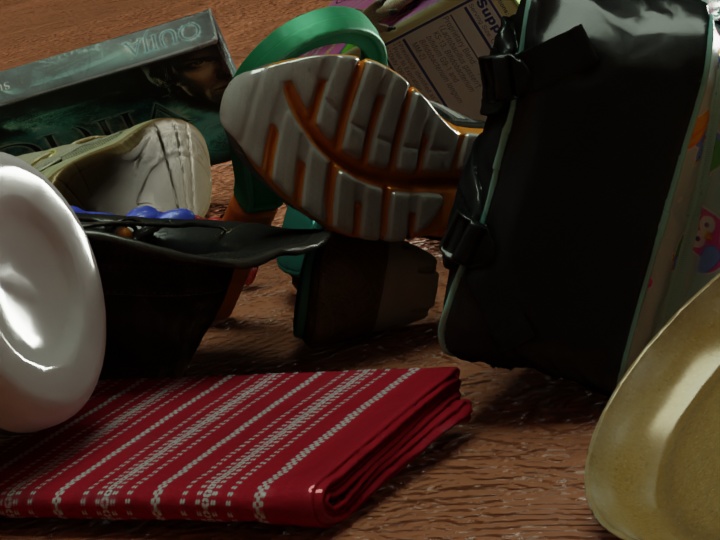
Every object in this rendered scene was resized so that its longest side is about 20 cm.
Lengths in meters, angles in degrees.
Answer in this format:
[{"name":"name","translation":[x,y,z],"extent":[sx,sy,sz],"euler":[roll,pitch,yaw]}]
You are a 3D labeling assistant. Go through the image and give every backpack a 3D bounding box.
[{"name":"backpack","translation":[0.123,-0.045,1.058],"extent":[0.153,0.177,0.200],"euler":[12,13,6]}]

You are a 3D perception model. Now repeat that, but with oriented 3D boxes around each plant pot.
[{"name":"plant pot","translation":[0.165,0.031,0.830],"extent":[0.200,0.028,0.200],"euler":[-35,19,14]}]

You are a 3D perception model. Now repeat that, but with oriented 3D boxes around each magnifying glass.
[{"name":"magnifying glass","translation":[-0.043,-0.048,1.190],"extent":[0.079,0.200,0.022],"euler":[-11,55,-35]}]

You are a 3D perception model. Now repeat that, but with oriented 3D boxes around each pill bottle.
[{"name":"pill bottle","translation":[-0.212,0.030,0.995],"extent":[0.199,0.113,0.112],"euler":[-16,7,25]}]

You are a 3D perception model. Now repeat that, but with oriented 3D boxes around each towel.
[{"name":"towel","translation":[-0.069,0.072,0.978],"extent":[0.199,0.023,0.145],"euler":[-3,14,27]}]

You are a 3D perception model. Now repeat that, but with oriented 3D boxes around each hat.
[{"name":"hat","translation":[-0.112,0.017,1.108],"extent":[0.200,0.081,0.201],"euler":[4,3,0]}]

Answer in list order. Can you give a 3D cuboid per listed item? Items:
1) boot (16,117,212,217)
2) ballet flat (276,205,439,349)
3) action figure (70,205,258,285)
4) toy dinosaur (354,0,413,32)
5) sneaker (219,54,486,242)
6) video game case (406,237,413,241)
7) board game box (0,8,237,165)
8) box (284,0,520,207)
[{"name":"boot","translation":[-0.192,-0.044,1.493],"extent":[0.154,0.072,0.200],"euler":[-6,9,27]},{"name":"ballet flat","translation":[0.000,0.000,1.213],"extent":[0.072,0.068,0.200],"euler":[11,6,-6]},{"name":"action figure","translation":[-0.152,0.004,1.280],"extent":[0.199,0.099,0.065],"euler":[12,-5,-36]},{"name":"toy dinosaur","translation":[0.019,-0.162,1.336],"extent":[0.199,0.058,0.101],"euler":[-18,5,31]},{"name":"sneaker","translation":[0.014,-0.050,1.154],"extent":[0.200,0.079,0.077],"euler":[18,-1,-35]},{"name":"video game case","translation":[0.106,-0.096,1.438],"extent":[0.200,0.019,0.143],"euler":[-35,13,11]},{"name":"board game box","translation":[-0.170,-0.090,1.536],"extent":[0.199,0.028,0.135],"euler":[-16,-28,3]},{"name":"box","translation":[0.053,-0.126,1.410],"extent":[0.200,0.097,0.176],"euler":[-24,17,35]}]
